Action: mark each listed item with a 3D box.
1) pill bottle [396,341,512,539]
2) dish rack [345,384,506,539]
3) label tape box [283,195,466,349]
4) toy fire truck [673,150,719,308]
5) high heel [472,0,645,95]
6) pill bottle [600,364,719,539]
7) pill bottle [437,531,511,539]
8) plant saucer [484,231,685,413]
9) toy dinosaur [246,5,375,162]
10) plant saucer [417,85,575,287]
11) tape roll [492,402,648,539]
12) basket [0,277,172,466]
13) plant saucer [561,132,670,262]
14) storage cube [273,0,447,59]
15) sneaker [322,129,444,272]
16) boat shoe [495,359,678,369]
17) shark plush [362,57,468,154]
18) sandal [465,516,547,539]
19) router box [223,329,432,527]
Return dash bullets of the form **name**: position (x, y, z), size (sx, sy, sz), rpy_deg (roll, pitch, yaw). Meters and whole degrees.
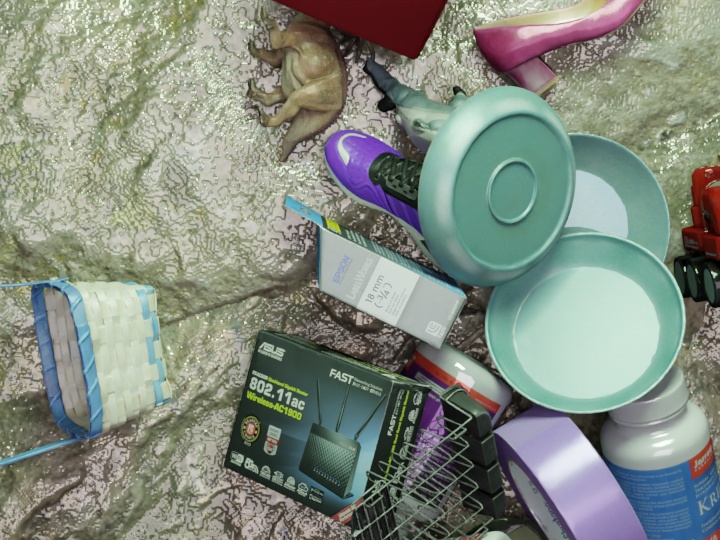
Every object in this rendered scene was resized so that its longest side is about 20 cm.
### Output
- **pill bottle**: position (0.062, 0.176, 1.650), size (0.112, 0.112, 0.200), rpy_deg (32, 92, -5)
- **dish rack**: position (0.058, 0.223, 1.542), size (0.200, 0.054, 0.154), rpy_deg (-35, 128, -29)
- **label tape box**: position (0.000, 0.000, 1.617), size (0.200, 0.144, 0.063), rpy_deg (26, 95, -4)
- **toy fire truck**: position (0.384, -0.076, 1.617), size (0.128, 0.176, 0.201), rpy_deg (-11, 94, -2)
- **high heel**: position (0.214, -0.273, 1.647), size (0.200, 0.067, 0.096), rpy_deg (-40, 106, 13)
- **pill bottle**: position (0.307, 0.198, 1.640), size (0.112, 0.112, 0.200), rpy_deg (-17, 115, -2)
- **pill bottle**: position (0.061, 0.333, 1.629), size (0.199, 0.111, 0.111), rpy_deg (-13, 96, 22)
- **plant saucer**: position (0.226, 0.057, 1.612), size (0.199, 0.036, 0.201), rpy_deg (-5, 62, 10)
- **toy dinosaur**: position (-0.042, -0.206, 1.632), size (0.135, 0.086, 0.201), rpy_deg (-2, 102, -15)
- **plant saucer**: position (0.142, -0.079, 1.574), size (0.200, 0.027, 0.201), rpy_deg (-11, 109, -34)
- **tape roll**: position (0.212, 0.232, 1.613), size (0.066, 0.200, 0.200), rpy_deg (-31, 96, -7)
- **basket**: position (-0.299, 0.093, 1.599), size (0.200, 0.139, 0.177), rpy_deg (-9, 96, -33)
- **plant saucer**: position (0.221, -0.043, 1.679), size (0.200, 0.039, 0.202), rpy_deg (0, 95, -4)
- **storage cube**: position (0.021, -0.346, 1.544), size (0.199, 0.180, 0.171), rpy_deg (21, 59, -4)
- **sneaker**: position (0.055, -0.086, 1.620), size (0.200, 0.100, 0.070), rpy_deg (38, 64, 2)
- **boat shoe**: position (0.237, 0.088, 1.675), size (0.199, 0.075, 0.062), rpy_deg (0, 93, -10)
- **shark plush**: position (0.088, -0.153, 1.651), size (0.200, 0.091, 0.083), rpy_deg (30, 68, 25)
- **sandal**: position (0.117, 0.332, 1.697), size (0.080, 0.057, 0.201), rpy_deg (47, 109, 13)
- **router box**: position (-0.037, 0.157, 1.610), size (0.062, 0.200, 0.150), rpy_deg (12, 94, -49)
